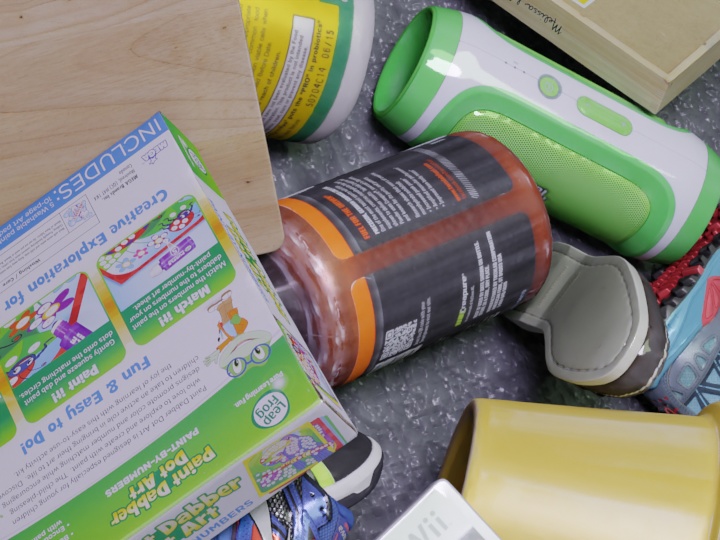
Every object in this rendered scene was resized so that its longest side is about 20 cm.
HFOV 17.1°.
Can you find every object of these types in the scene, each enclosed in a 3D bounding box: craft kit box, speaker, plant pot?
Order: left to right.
[{"bbox_3d":[-0.128,0.054,1.125,0.049,0.200,0.198,48,10,-50],"label":"craft kit box"},{"bbox_3d":[0.110,-0.078,1.402,0.200,0.088,0.089,26,58,-16],"label":"speaker"},{"bbox_3d":[0.131,0.154,1.253,0.188,0.201,0.201,16,60,-4],"label":"plant pot"}]

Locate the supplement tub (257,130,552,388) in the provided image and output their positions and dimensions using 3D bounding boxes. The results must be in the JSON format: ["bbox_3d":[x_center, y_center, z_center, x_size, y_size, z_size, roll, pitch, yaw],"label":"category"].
[{"bbox_3d":[0.000,0.000,1.294,0.200,0.107,0.107,-22,79,-33],"label":"supplement tub"}]

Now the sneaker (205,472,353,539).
[{"bbox_3d":[-0.039,0.134,1.116,0.078,0.075,0.200,-9,66,-3],"label":"sneaker"}]

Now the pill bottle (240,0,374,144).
[{"bbox_3d":[-0.103,-0.138,1.298,0.200,0.113,0.113,9,64,-24],"label":"pill bottle"}]

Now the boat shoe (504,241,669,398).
[{"bbox_3d":[0.135,0.032,1.312,0.061,0.201,0.072,36,94,-15],"label":"boat shoe"}]

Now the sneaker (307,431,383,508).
[{"bbox_3d":[-0.081,0.083,1.205,0.199,0.072,0.083,-3,102,-20],"label":"sneaker"}]

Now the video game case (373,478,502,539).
[{"bbox_3d":[0.056,0.221,1.151,0.143,0.018,0.200,-43,89,-13],"label":"video game case"}]

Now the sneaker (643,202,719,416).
[{"bbox_3d":[0.227,0.020,1.440,0.200,0.079,0.096,-43,104,-28],"label":"sneaker"}]

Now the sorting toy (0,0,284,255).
[{"bbox_3d":[-0.154,-0.094,1.204,0.199,0.070,0.199,-11,114,-2],"label":"sorting toy"}]

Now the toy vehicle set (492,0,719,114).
[{"bbox_3d":[0.133,-0.185,1.451,0.200,0.027,0.124,37,46,16],"label":"toy vehicle set"}]
